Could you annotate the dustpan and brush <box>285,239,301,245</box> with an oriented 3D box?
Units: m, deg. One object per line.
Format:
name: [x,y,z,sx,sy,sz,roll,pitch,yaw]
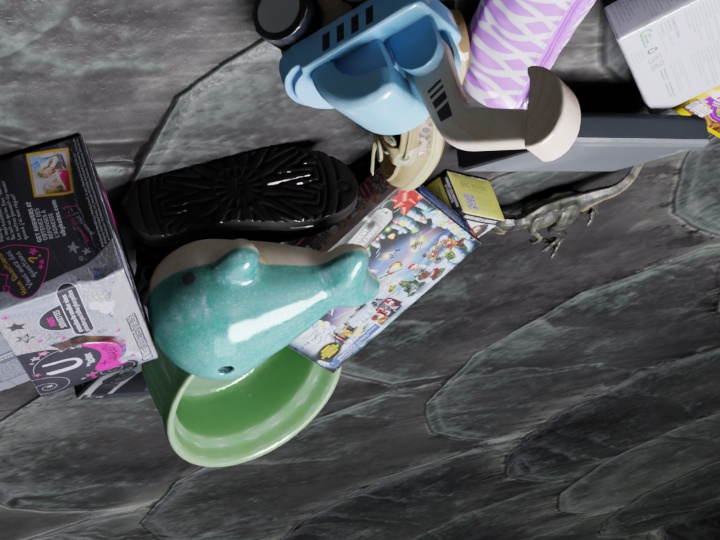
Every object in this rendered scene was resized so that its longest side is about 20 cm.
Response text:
dustpan and brush: [-0.091,-0.017,1.492,0.199,0.058,0.140,-29,152,6]

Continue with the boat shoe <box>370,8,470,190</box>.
boat shoe: [0.038,-0.140,1.279,0.062,0.074,0.201,-6,145,-17]

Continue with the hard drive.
hard drive: [0.210,-0.120,1.454,0.199,0.033,0.139,-3,174,-36]

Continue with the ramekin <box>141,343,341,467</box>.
ramekin: [-0.127,0.095,1.578,0.199,0.098,0.201,-22,140,-20]

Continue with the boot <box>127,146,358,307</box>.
boot: [-0.106,-0.032,1.386,0.209,0.080,0.158,-6,150,-4]

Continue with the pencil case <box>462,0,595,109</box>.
pencil case: [0.135,-0.198,1.192,0.083,0.086,0.200,-11,156,-17]

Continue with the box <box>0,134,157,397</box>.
box: [-0.250,0.003,1.280,0.114,0.133,0.200,-18,158,-6]

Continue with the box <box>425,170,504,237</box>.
box: [0.046,-0.027,1.572,0.199,0.050,0.075,-33,154,32]

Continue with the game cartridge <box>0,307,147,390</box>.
game cartridge: [-0.312,0.061,1.502,0.199,0.041,0.133,-22,162,5]

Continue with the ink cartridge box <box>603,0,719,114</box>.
ink cartridge box: [0.325,-0.223,1.349,0.199,0.041,0.200,-23,160,12]

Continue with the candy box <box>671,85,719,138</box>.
candy box: [0.387,-0.173,1.544,0.102,0.027,0.199,-34,155,25]

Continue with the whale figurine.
whale figurine: [-0.083,0.033,1.316,0.198,0.105,0.159,-9,150,6]

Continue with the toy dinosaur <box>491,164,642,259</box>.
toy dinosaur: [0.221,-0.063,1.645,0.199,0.048,0.088,-23,152,0]

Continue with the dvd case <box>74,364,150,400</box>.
dvd case: [-0.200,0.085,1.668,0.149,0.025,0.200,1,150,-41]

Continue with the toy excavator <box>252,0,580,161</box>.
toy excavator: [0.042,-0.138,1.098,0.193,0.201,0.100,-27,158,20]

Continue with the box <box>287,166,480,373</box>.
box: [0.000,0.000,1.457,0.200,0.040,0.137,-42,137,14]
